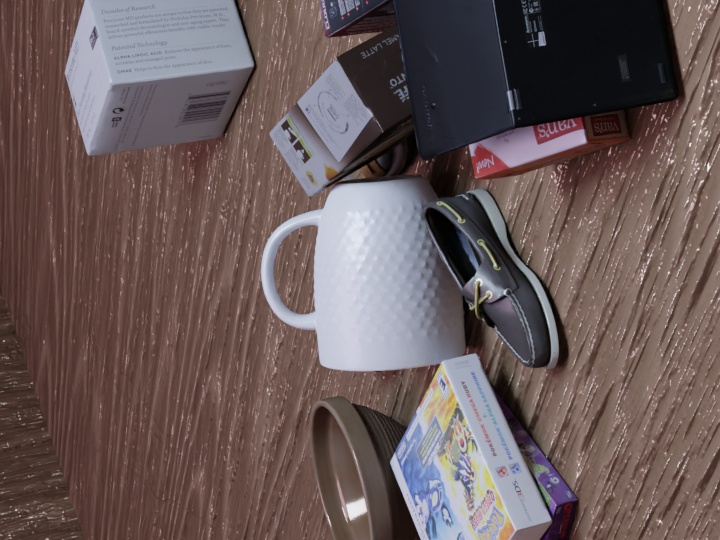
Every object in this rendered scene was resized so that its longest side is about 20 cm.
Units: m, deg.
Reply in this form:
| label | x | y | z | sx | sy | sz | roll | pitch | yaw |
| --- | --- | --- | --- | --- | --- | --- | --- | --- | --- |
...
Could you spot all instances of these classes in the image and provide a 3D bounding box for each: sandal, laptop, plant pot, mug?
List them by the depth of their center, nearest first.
| label | x | y | z | sx | sy | sz | roll | pitch | yaw |
| --- | --- | --- | --- | --- | --- | --- | --- | --- | --- |
| laptop | 0.128 | -0.201 | 1.263 | 0.116 | 0.198 | 0.189 | 45 | -145 | -87 |
| mug | 0.000 | 0.000 | 1.584 | 0.148 | 0.198 | 0.178 | -43 | -51 | -80 |
| sandal | 0.008 | -0.130 | 1.691 | 0.200 | 0.054 | 0.082 | 128 | 129 | -60 |
| plant pot | 0.019 | 0.228 | 1.742 | 0.201 | 0.092 | 0.203 | 167 | 90 | -74 |

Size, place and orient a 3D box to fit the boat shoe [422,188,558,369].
| label | x | y | z | sx | sy | sz | roll | pitch | yaw |
| --- | --- | --- | --- | --- | --- | --- | --- | --- | --- |
| boat shoe | 0.118 | 0.012 | 1.475 | 0.072 | 0.060 | 0.202 | 107 | 146 | -47 |

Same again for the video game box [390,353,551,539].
| label | x | y | z | sx | sy | sz | roll | pitch | yaw |
| --- | --- | --- | --- | --- | --- | --- | --- | --- | --- |
| video game box | 0.101 | 0.211 | 1.548 | 0.183 | 0.046 | 0.201 | 64 | 153 | 28 |

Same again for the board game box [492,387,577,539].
| label | x | y | z | sx | sy | sz | roll | pitch | yaw |
| --- | --- | --- | --- | --- | --- | --- | --- | --- | --- |
| board game box | 0.138 | 0.199 | 1.544 | 0.200 | 0.032 | 0.121 | -125 | 30 | -45 |

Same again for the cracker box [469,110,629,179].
| label | x | y | z | sx | sy | sz | roll | pitch | yaw |
| --- | --- | --- | --- | --- | --- | --- | --- | --- | --- |
| cracker box | 0.137 | -0.187 | 1.318 | 0.133 | 0.057 | 0.202 | -16 | 84 | 51 |

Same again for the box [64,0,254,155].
| label | x | y | z | sx | sy | sz | roll | pitch | yaw |
| --- | --- | --- | --- | --- | --- | --- | --- | --- | --- |
| box | -0.266 | -0.263 | 2.106 | 0.199 | 0.198 | 0.132 | 126 | 130 | -60 |

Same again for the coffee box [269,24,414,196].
| label | x | y | z | sx | sy | sz | roll | pitch | yaw |
| --- | --- | --- | --- | --- | --- | --- | --- | --- | --- |
| coffee box | 0.006 | -0.154 | 1.515 | 0.080 | 0.114 | 0.200 | 57 | 155 | 1 |

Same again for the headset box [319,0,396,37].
| label | x | y | z | sx | sy | sz | roll | pitch | yaw |
| --- | --- | --- | --- | --- | --- | --- | --- | --- | --- |
| headset box | 0.012 | -0.320 | 1.581 | 0.200 | 0.074 | 0.150 | 165 | 95 | -67 |
